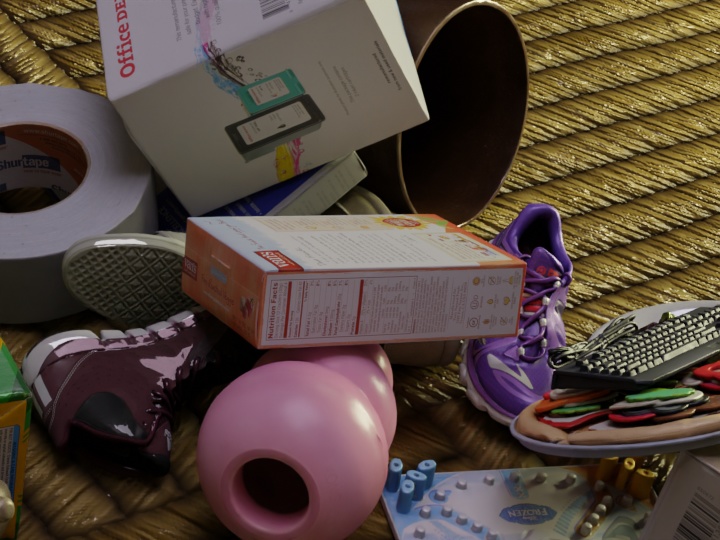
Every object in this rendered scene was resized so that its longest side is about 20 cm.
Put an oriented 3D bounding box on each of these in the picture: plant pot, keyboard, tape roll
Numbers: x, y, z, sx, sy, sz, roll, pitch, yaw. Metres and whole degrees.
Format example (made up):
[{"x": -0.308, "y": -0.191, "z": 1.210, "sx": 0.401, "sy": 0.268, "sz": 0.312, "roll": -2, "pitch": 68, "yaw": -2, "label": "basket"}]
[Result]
[{"x": 0.006, "y": -0.145, "z": 1.674, "sx": 0.199, "sy": 0.188, "sz": 0.187, "roll": 16, "pitch": 32, "yaw": 34, "label": "plant pot"}, {"x": 0.195, "y": 0.051, "z": 1.413, "sx": 0.127, "sy": 0.021, "sz": 0.199, "roll": -3, "pitch": 9, "yaw": 39, "label": "keyboard"}, {"x": -0.251, "y": -0.053, "z": 1.513, "sx": 0.199, "sy": 0.066, "sz": 0.201, "roll": 1, "pitch": 44, "yaw": -1, "label": "tape roll"}]

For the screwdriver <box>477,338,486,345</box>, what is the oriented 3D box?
[{"x": 0.065, "y": 0.015, "z": 1.548, "sx": 0.028, "sy": 0.029, "sz": 0.200, "roll": -24, "pitch": 33, "yaw": -4, "label": "screwdriver"}]

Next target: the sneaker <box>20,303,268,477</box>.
[{"x": -0.124, "y": 0.090, "z": 1.385, "sx": 0.199, "sy": 0.076, "sz": 0.116, "roll": -12, "pitch": 47, "yaw": -16, "label": "sneaker"}]

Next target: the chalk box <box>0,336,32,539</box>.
[{"x": -0.301, "y": 0.074, "z": 1.298, "sx": 0.123, "sy": 0.125, "sz": 0.200, "roll": -9, "pitch": 40, "yaw": -26, "label": "chalk box"}]

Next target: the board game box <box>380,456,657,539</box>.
[{"x": 0.130, "y": 0.191, "z": 1.338, "sx": 0.199, "sy": 0.026, "sz": 0.200, "roll": -1, "pitch": 36, "yaw": -18, "label": "board game box"}]

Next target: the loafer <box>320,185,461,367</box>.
[{"x": 0.000, "y": 0.000, "z": 1.531, "sx": 0.068, "sy": 0.076, "sz": 0.200, "roll": -9, "pitch": 39, "yaw": -36, "label": "loafer"}]

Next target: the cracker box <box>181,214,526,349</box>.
[{"x": -0.006, "y": 0.005, "z": 1.385, "sx": 0.199, "sy": 0.058, "sz": 0.134, "roll": -1, "pitch": 17, "yaw": -27, "label": "cracker box"}]

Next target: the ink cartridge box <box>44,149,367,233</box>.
[{"x": -0.124, "y": -0.071, "z": 1.587, "sx": 0.200, "sy": 0.047, "sz": 0.198, "roll": -40, "pitch": 48, "yaw": -4, "label": "ink cartridge box"}]

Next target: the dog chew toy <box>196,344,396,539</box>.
[{"x": -0.032, "y": 0.100, "z": 1.348, "sx": 0.124, "sy": 0.125, "sz": 0.200, "roll": 16, "pitch": 27, "yaw": 8, "label": "dog chew toy"}]

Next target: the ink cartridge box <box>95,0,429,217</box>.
[{"x": -0.076, "y": -0.167, "z": 1.509, "sx": 0.199, "sy": 0.146, "sz": 0.147, "roll": -22, "pitch": 48, "yaw": 10, "label": "ink cartridge box"}]

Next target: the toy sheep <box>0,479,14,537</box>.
[{"x": -0.267, "y": 0.182, "z": 1.151, "sx": 0.137, "sy": 0.138, "sz": 0.200, "roll": 25, "pitch": 42, "yaw": 19, "label": "toy sheep"}]

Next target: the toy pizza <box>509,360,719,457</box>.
[{"x": 0.197, "y": 0.084, "z": 1.357, "sx": 0.199, "sy": 0.032, "sz": 0.200, "roll": -9, "pitch": 8, "yaw": 1, "label": "toy pizza"}]

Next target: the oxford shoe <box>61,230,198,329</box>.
[{"x": -0.122, "y": 0.001, "z": 1.467, "sx": 0.199, "sy": 0.076, "sz": 0.058, "roll": 3, "pitch": 36, "yaw": -27, "label": "oxford shoe"}]

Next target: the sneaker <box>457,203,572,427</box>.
[{"x": 0.120, "y": 0.030, "z": 1.494, "sx": 0.080, "sy": 0.084, "sz": 0.201, "roll": 12, "pitch": 48, "yaw": -13, "label": "sneaker"}]

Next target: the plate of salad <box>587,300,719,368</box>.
[{"x": 0.267, "y": 0.056, "z": 1.520, "sx": 0.199, "sy": 0.048, "sz": 0.200, "roll": -1, "pitch": 24, "yaw": 1, "label": "plate of salad"}]

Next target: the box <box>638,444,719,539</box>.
[{"x": 0.277, "y": 0.148, "z": 1.355, "sx": 0.078, "sy": 0.095, "sz": 0.199, "roll": 36, "pitch": 30, "yaw": 28, "label": "box"}]
